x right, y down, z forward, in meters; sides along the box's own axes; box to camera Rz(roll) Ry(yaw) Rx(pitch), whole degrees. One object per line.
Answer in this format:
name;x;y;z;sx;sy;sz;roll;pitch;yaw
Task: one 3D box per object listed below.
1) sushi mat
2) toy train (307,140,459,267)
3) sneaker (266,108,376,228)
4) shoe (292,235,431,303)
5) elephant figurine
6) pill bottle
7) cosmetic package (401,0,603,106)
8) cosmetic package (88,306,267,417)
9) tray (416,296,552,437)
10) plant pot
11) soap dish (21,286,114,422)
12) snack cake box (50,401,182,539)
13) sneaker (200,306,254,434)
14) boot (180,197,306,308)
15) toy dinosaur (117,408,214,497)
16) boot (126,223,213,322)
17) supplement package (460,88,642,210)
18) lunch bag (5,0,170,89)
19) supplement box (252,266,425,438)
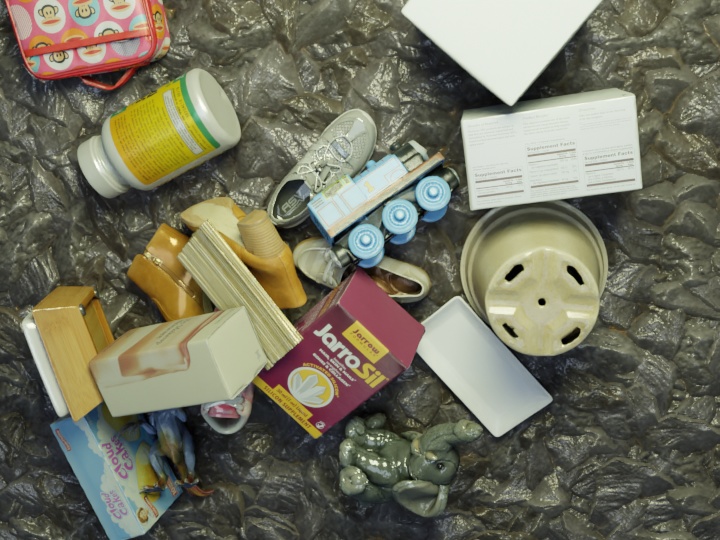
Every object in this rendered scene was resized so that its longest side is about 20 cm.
sushi mat;-0.160;0.033;1.112;0.200;0.012;0.096;51;135;5
toy train;0.030;-0.089;1.120;0.200;0.087;0.114;-36;81;-5
sneaker;-0.051;-0.127;1.145;0.075;0.082;0.200;40;106;-3
shoe;0.000;0.000;1.184;0.199;0.053;0.070;14;105;4
elephant figurine;0.078;0.273;1.195;0.199;0.155;0.142;1;82;17
pill bottle;-0.271;-0.176;1.149;0.199;0.113;0.113;-25;99;14
cosmetic package;0.167;-0.313;1.007;0.167;0.200;0.166;40;106;-2
cosmetic package;-0.236;0.119;1.112;0.199;0.103;0.088;-12;107;26
tray;0.166;0.133;1.203;0.107;0.022;0.200;-40;96;28
plant pot;0.223;0.018;1.090;0.199;0.184;0.202;2;104;8
soap dish;-0.395;0.105;1.201;0.081;0.200;0.158;-19;101;-7
snack cake box;-0.357;0.280;1.269;0.067;0.115;0.201;-20;101;22
sneaker;-0.177;0.141;1.189;0.075;0.105;0.201;7;124;-3
boot;-0.160;-0.017;1.161;0.201;0.071;0.145;15;133;48
toy dinosaur;-0.297;0.234;1.277;0.104;0.200;0.182;-11;64;0
boot;-0.273;0.046;1.229;0.144;0.071;0.202;28;98;1
supplement package;0.229;-0.153;1.061;0.199;0.156;0.111;-6;104;9
lunch bag;-0.359;-0.329;1.144;0.199;0.082;0.177;-7;107;11
supplement box;-0.031;0.114;1.162;0.131;0.103;0.200;43;122;-7
